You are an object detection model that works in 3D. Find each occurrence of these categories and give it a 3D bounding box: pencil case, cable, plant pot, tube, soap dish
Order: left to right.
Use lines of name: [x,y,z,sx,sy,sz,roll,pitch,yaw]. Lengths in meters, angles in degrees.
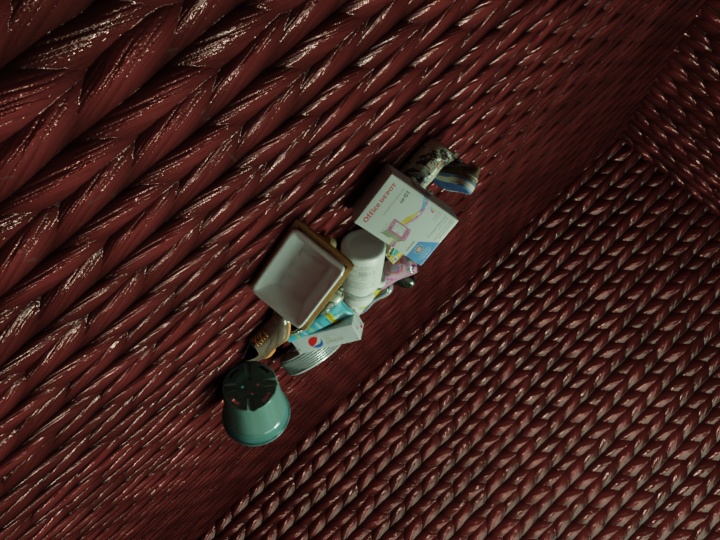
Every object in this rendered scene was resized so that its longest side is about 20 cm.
plant pot: [-0.300,0.363,1.666,0.200,0.200,0.196,-36,155,-26]
soap dish: [-0.124,0.009,1.276,0.200,0.157,0.081,-52,179,23]
cable: [-0.154,0.249,1.823,0.200,0.069,0.200,-33,-174,-18]
tube: [-0.120,0.139,1.644,0.200,0.050,0.077,-25,145,15]
pencil case: [0.075,0.015,1.788,0.200,0.088,0.087,-30,169,19]
pencil case: [0.142,-0.230,1.433,0.200,0.089,0.078,-47,165,7]

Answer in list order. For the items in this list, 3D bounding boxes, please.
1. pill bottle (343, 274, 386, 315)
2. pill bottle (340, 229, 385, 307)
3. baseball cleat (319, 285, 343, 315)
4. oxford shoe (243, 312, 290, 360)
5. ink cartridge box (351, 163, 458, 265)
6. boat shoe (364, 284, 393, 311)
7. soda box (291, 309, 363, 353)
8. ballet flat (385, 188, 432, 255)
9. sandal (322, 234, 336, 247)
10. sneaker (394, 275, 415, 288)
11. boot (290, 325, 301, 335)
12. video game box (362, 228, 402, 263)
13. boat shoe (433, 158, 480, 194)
pill bottle: [-0.025,0.070,1.726,0.200,0.112,0.112,-51,163,22]
pill bottle: [0.000,0.000,1.546,0.114,0.114,0.200,-35,149,-31]
baseball cleat: [-0.095,0.034,1.413,0.106,0.070,0.200,-47,-157,14]
oxford shoe: [-0.242,0.175,1.535,0.073,0.071,0.200,-19,151,-46]
ink cartridge box: [0.099,-0.128,1.367,0.145,0.200,0.085,-52,-161,19]
boat shoe: [0.010,0.078,1.916,0.200,0.072,0.072,-37,137,26]
soda box: [-0.096,0.175,1.693,0.200,0.064,0.068,-16,-146,21]
ballet flat: [0.106,-0.132,1.507,0.200,0.065,0.070,-58,161,13]
sandal: [-0.143,-0.001,1.384,0.070,0.078,0.212,25,105,-40]
sneaker: [0.135,-0.008,1.897,0.114,0.076,0.199,-51,-162,-6]
boot: [-0.128,0.070,1.539,0.200,0.073,0.151,-43,166,-19]
video game box: [0.118,-0.131,1.618,0.200,0.047,0.182,-45,145,1]
boat shoe: [0.234,-0.242,1.482,0.072,0.200,0.072,34,90,-32]
